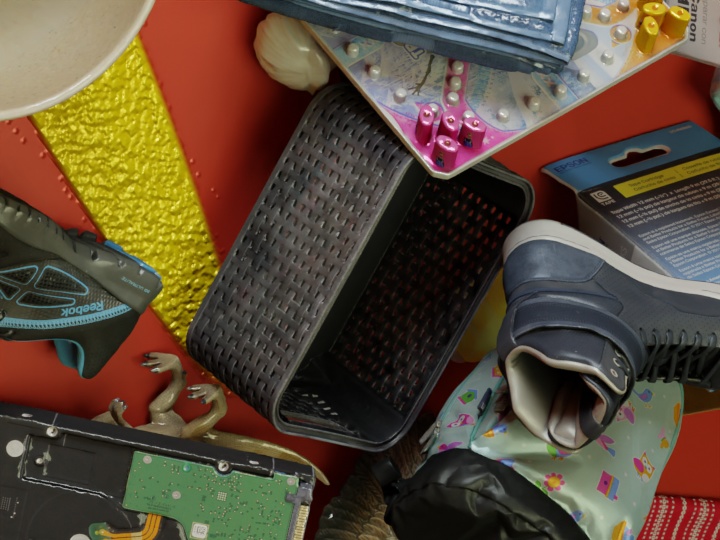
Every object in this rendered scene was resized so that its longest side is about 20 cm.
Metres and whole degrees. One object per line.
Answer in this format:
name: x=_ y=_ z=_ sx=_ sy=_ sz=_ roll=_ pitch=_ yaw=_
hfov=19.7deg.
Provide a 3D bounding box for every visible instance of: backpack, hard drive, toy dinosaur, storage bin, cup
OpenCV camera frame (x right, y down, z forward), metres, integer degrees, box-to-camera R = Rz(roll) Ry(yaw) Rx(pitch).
backpack: x=0.121 y=0.121 z=1.329 sx=0.167 sy=0.127 sz=0.200 roll=46 pitch=45 yaw=-15
hard drive: x=-0.138 y=0.166 z=1.253 sx=0.200 sy=0.038 sz=0.140 roll=11 pitch=100 yaw=-4
toy dinosaur: x=-0.117 y=0.107 z=1.316 sx=0.200 sy=0.058 sz=0.101 roll=-9 pitch=127 yaw=-24
storage bin: x=0.000 y=0.000 z=1.294 sx=0.135 sy=0.094 sz=0.200 roll=17 pitch=106 yaw=-50
cup: x=-0.217 y=-0.189 z=1.073 sx=0.200 sy=0.143 sz=0.200 roll=-12 pitch=113 yaw=-30

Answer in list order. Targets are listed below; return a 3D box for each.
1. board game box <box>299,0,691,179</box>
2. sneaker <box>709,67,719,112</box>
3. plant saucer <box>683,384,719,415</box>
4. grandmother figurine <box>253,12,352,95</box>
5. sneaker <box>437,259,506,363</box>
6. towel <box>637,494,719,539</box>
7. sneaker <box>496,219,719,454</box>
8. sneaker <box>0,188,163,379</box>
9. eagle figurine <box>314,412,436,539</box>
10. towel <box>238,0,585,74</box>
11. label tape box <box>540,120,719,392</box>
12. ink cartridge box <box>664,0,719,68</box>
board game box: x=0.067 y=-0.174 z=1.255 sx=0.200 sy=0.200 sz=0.026 roll=-30 pitch=159 yaw=-23
sneaker: x=0.309 y=-0.082 z=1.517 sx=0.082 sy=0.074 sz=0.200 roll=-50 pitch=117 yaw=-24
plant saucer: x=0.298 y=0.056 z=1.508 sx=0.200 sy=0.200 sz=0.048 roll=-17 pitch=88 yaw=-29
grandmother figurine: x=0.025 y=-0.147 z=1.312 sx=0.200 sy=0.061 sz=0.121 roll=-10 pitch=111 yaw=-29
sneaker: x=0.145 y=0.029 z=1.444 sx=0.200 sy=0.076 sz=0.075 roll=-9 pitch=113 yaw=-30
towel: x=0.245 y=0.247 z=1.626 sx=0.200 sy=0.022 sz=0.145 roll=8 pitch=101 yaw=-36
sneaker: x=0.174 y=0.062 z=1.256 sx=0.202 sy=0.146 sz=0.077 roll=20 pitch=126 yaw=-8
sneaker: x=-0.204 y=-0.001 z=1.194 sx=0.200 sy=0.073 sz=0.082 roll=30 pitch=90 yaw=-37
eagle figurine: x=0.031 y=0.206 z=1.403 sx=0.200 sy=0.151 sz=0.152 roll=-45 pitch=116 yaw=0
towel: x=0.034 y=-0.183 z=1.212 sx=0.049 sy=0.200 sz=0.112 roll=103 pitch=-1 yaw=-58
label tape box: x=0.234 y=-0.015 z=1.427 sx=0.143 sy=0.200 sz=0.066 roll=-17 pitch=132 yaw=-30
ink cartridge box: x=0.213 y=-0.217 z=1.325 sx=0.084 sy=0.200 sz=0.144 roll=-13 pitch=113 yaw=-31
